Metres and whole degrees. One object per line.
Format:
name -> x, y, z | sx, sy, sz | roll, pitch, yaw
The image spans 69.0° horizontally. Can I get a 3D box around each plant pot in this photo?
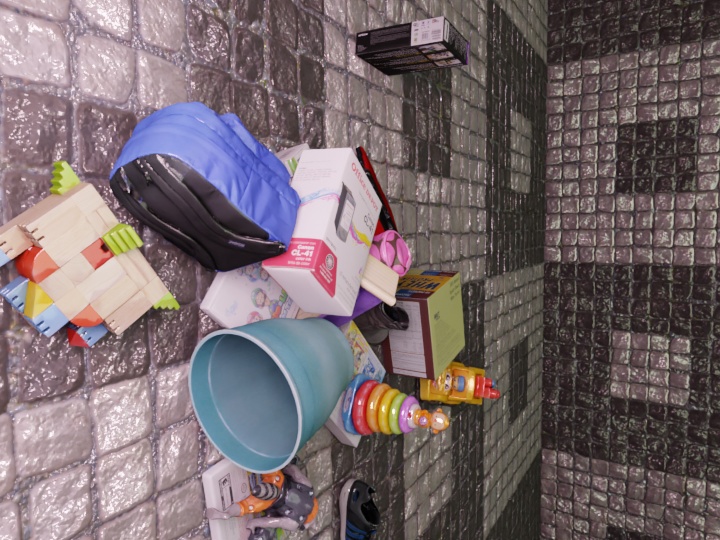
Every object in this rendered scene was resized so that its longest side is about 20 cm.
plant pot -> -0.110, 0.155, 0.768 | 0.188, 0.199, 0.201 | -22, 110, -56

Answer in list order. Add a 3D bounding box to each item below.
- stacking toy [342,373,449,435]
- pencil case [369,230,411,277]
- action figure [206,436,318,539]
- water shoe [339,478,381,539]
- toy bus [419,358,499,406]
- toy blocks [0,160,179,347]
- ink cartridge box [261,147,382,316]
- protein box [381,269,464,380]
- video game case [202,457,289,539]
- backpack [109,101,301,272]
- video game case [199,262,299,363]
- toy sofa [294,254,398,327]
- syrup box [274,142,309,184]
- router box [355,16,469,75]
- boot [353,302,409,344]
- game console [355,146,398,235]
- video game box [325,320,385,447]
stacking toy -> 0.074, 0.273, 0.999 | 0.110, 0.199, 0.117 | 37, 62, -54
pencil case -> 0.000, 0.000, 0.947 | 0.094, 0.200, 0.091 | 47, 44, -23
action figure -> -0.136, 0.371, 0.798 | 0.193, 0.104, 0.201 | 42, 53, -40
water shoe -> 0.003, 0.538, 1.099 | 0.071, 0.079, 0.201 | -30, 117, -54
toy bus -> 0.277, 0.314, 1.439 | 0.200, 0.191, 0.136 | 24, 72, -55
toy blocks -> -0.307, 0.008, 0.556 | 0.137, 0.100, 0.201 | -48, 132, -31
ink cartridge box -> -0.048, -0.054, 0.757 | 0.148, 0.085, 0.201 | 54, 47, -54
protein box -> 0.150, 0.123, 1.267 | 0.198, 0.134, 0.201 | -31, 118, -54
video game case -> -0.171, 0.377, 0.855 | 0.182, 0.023, 0.201 | -22, 109, -57
backpack -> -0.197, -0.112, 0.659 | 0.200, 0.162, 0.168 | 39, 44, -40
video game case -> -0.156, 0.025, 0.857 | 0.182, 0.024, 0.201 | 54, 47, -45
toy sofa -> -0.031, 0.060, 0.885 | 0.083, 0.200, 0.098 | 34, 48, -21
syrup box -> -0.094, -0.096, 0.868 | 0.201, 0.081, 0.079 | 67, 27, -24
router box -> 0.110, -0.466, 1.104 | 0.149, 0.199, 0.051 | -2, 95, -60
boot -> 0.045, 0.112, 1.094 | 0.200, 0.131, 0.070 | 37, 60, -54
game console -> -0.003, -0.127, 1.111 | 0.173, 0.118, 0.200 | -101, 167, -48
video game box -> -0.028, 0.228, 1.063 | 0.183, 0.047, 0.200 | -62, 141, -32
